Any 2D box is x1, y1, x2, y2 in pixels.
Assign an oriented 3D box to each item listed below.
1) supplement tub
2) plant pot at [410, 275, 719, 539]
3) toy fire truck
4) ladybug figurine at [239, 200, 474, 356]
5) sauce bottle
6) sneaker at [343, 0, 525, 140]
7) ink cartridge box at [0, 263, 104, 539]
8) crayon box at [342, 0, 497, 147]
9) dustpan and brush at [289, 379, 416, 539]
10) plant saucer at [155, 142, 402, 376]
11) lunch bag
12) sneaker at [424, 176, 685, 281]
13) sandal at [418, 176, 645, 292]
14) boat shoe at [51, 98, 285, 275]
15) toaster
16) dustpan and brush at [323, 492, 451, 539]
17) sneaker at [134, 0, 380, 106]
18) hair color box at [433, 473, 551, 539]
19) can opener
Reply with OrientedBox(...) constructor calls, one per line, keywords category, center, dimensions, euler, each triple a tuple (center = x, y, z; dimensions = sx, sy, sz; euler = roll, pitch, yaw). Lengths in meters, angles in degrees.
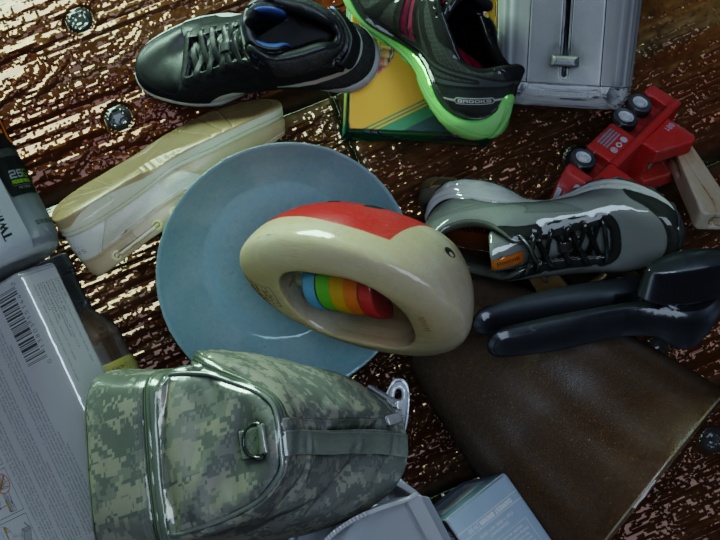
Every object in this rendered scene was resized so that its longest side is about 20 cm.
OrientedBox(category="supplement tub", center=(-0.320, -0.080, 1.385), dimensions=(0.122, 0.123, 0.201), euler=(-27, 89, -8))
OrientedBox(category="plant pot", center=(0.141, 0.102, 1.400), dimensions=(0.200, 0.187, 0.187), euler=(39, 82, 11))
OrientedBox(category="toy fire truck", center=(0.252, -0.074, 1.445), dimensions=(0.141, 0.049, 0.200), euler=(35, 49, 16))
OrientedBox(category="ladybug figurine", center=(0.000, 0.000, 1.342), dimensions=(0.198, 0.136, 0.072), euler=(11, 59, 33))
OrientedBox(category="sauce bottle", center=(-0.198, 0.085, 1.413), dimensions=(0.064, 0.065, 0.201), euler=(-26, 86, -8))
OrientedBox(category="sneaker", center=(0.057, -0.188, 1.372), dimensions=(0.076, 0.084, 0.200), euler=(-16, 59, -46))
OrientedBox(category="ink cartridge box", center=(-0.259, 0.120, 1.392), dimensions=(0.175, 0.045, 0.202), euler=(-26, 88, 32))
OrientedBox(category="crayon box", center=(0.048, -0.202, 1.466), dimensions=(0.117, 0.058, 0.202), euler=(2, 85, -5))
OrientedBox(category="dustpan and brush", center=(0.012, 0.184, 1.417), dimensions=(0.138, 0.057, 0.202), euler=(10, 84, -5))
OrientedBox(category="plant saucer", center=(-0.060, -0.004, 1.427), dimensions=(0.199, 0.039, 0.203), euler=(-3, 106, -9))
OrientedBox(category="lunch bag", center=(-0.076, 0.129, 1.317), dimensions=(0.166, 0.199, 0.141), euler=(-7, 81, 28))
OrientedBox(category="sneaker", center=(0.139, -0.021, 1.363), dimensions=(0.198, 0.079, 0.075), euler=(0, 119, 17))
OrientedBox(category="sandal", center=(0.131, -0.012, 1.446), dimensions=(0.198, 0.080, 0.054), euler=(24, 72, 3))
OrientedBox(category="boat shoe", center=(-0.140, -0.065, 1.434), dimensions=(0.199, 0.074, 0.070), euler=(-30, 112, -11))
OrientedBox(category="toaster", center=(0.159, -0.193, 1.424), dimensions=(0.112, 0.200, 0.131), euler=(5, 98, 5))
OrientedBox(category="dustpan and brush", center=(-0.011, 0.245, 1.357), dimensions=(0.057, 0.199, 0.141), euler=(-40, 108, -46))
OrientedBox(category="sneaker", center=(-0.093, -0.174, 1.396), dimensions=(0.198, 0.112, 0.074), euler=(-3, 81, 16))
OrientedBox(category="hair color box", center=(0.126, 0.250, 1.354), dimensions=(0.060, 0.099, 0.201), euler=(-35, 90, -17))
OrientedBox(category="can opener", center=(0.175, 0.026, 1.334), dimensions=(0.198, 0.063, 0.079), euler=(-10, 117, -12))
